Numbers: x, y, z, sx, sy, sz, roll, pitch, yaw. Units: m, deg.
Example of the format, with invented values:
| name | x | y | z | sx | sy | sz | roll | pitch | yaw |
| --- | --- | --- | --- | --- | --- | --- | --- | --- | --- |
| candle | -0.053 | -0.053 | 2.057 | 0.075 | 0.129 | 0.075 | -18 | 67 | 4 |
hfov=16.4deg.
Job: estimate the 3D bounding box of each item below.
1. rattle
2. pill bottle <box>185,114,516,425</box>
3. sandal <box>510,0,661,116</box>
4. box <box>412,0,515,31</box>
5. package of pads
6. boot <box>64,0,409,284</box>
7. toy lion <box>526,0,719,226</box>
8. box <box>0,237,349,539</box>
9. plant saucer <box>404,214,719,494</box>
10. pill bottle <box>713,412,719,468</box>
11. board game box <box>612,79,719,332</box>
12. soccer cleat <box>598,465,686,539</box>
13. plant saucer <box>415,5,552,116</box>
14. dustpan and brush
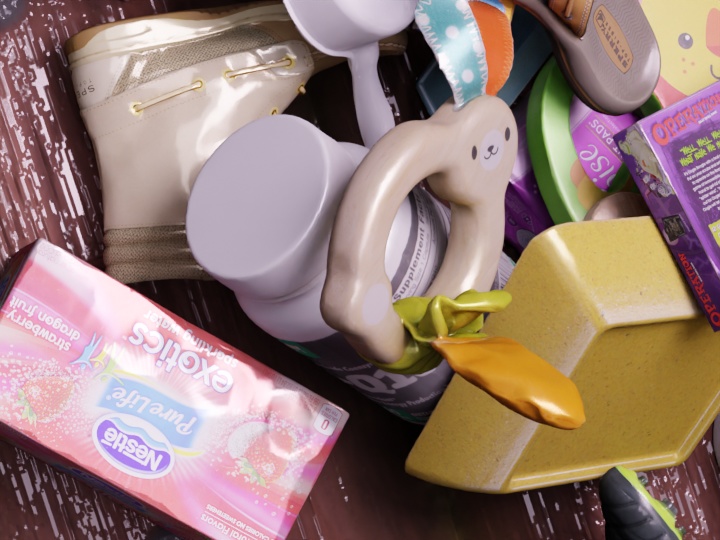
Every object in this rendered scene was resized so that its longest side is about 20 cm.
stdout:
| name | x | y | z | sx | sy | sz | roll | pitch | yaw |
| --- | --- | --- | --- | --- | --- | --- | --- | --- | --- |
| rattle | 0.072 | -0.039 | 1.249 | 0.130 | 0.142 | 0.201 | 36 | 75 | -34 |
| pill bottle | 0.000 | 0.000 | 1.363 | 0.200 | 0.113 | 0.114 | 35 | 74 | -47 |
| sandal | 0.115 | -0.153 | 1.307 | 0.082 | 0.054 | 0.200 | -55 | 131 | -22 |
| box | 0.071 | -0.203 | 1.373 | 0.041 | 0.119 | 0.202 | 16 | 93 | -8 |
| package of pads | 0.162 | -0.085 | 1.482 | 0.121 | 0.076 | 0.200 | 46 | 76 | -8 |
| boot | -0.060 | -0.072 | 1.418 | 0.198 | 0.073 | 0.157 | -8 | 87 | -15 |
| toy lion | 0.182 | -0.108 | 1.422 | 0.199 | 0.069 | 0.193 | -19 | 88 | -19 |
| box | -0.122 | 0.076 | 1.375 | 0.199 | 0.095 | 0.103 | 31 | 78 | -12 |
| plant saucer | 0.147 | 0.054 | 1.386 | 0.199 | 0.201 | 0.049 | -5 | 49 | -33 |
| pill bottle | 0.287 | 0.094 | 1.438 | 0.113 | 0.200 | 0.115 | 1 | 85 | -16 |
| board game box | 0.236 | -0.058 | 1.367 | 0.199 | 0.032 | 0.121 | -26 | 92 | -36 |
| soccer cleat | 0.168 | 0.203 | 1.438 | 0.081 | 0.068 | 0.201 | -29 | 119 | -9 |
| plant saucer | 0.097 | -0.155 | 1.416 | 0.019 | 0.070 | 0.200 | 15 | 125 | -35 |
| dustpan and brush | 0.001 | -0.147 | 1.367 | 0.140 | 0.057 | 0.201 | -43 | 122 | -46 |
